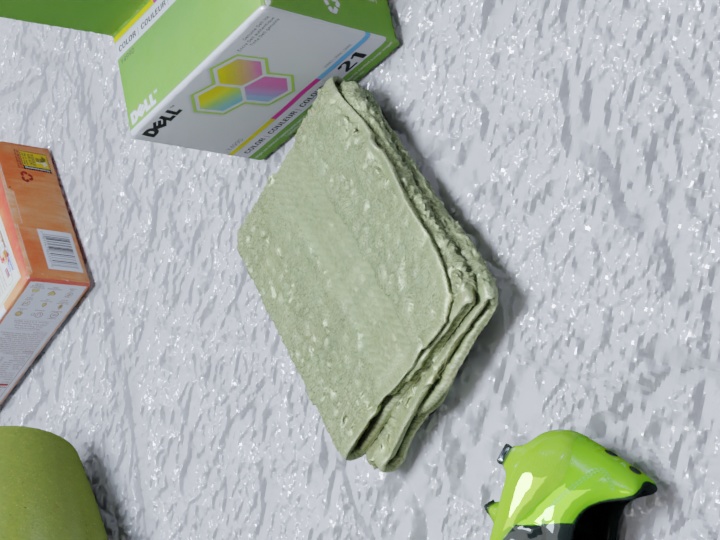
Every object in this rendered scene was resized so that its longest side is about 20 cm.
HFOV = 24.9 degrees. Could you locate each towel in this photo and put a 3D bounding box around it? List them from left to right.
[{"bbox_3d":[0.000,0.000,0.935,0.149,0.036,0.201,-56,48,30],"label":"towel"}]

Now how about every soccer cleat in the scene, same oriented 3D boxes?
[{"bbox_3d":[0.085,0.178,0.795,0.081,0.067,0.202,22,102,35],"label":"soccer cleat"}]

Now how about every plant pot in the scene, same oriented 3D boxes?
[{"bbox_3d":[-0.238,0.215,1.101,0.187,0.186,0.201,-39,42,39],"label":"plant pot"}]

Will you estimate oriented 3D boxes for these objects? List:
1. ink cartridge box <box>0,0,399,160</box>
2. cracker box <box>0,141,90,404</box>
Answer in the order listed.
[{"bbox_3d":[-0.103,-0.142,0.947,0.148,0.199,0.076,-36,60,41],"label":"ink cartridge box"},{"bbox_3d":[-0.291,0.016,1.257,0.200,0.057,0.135,-47,52,34],"label":"cracker box"}]
